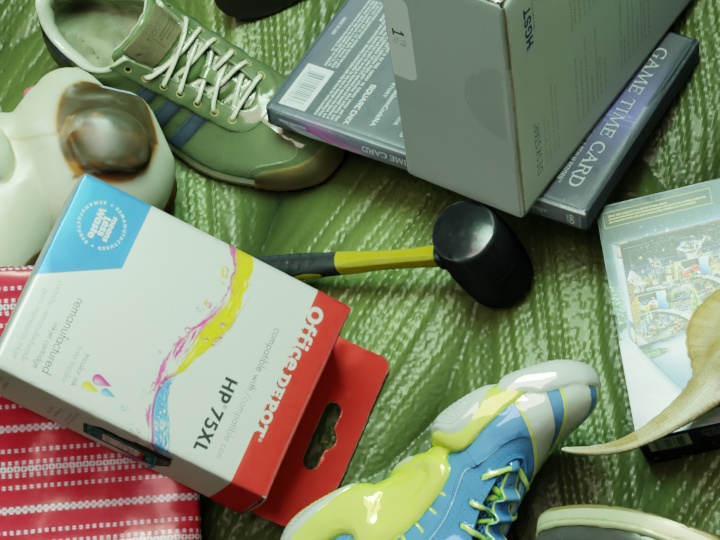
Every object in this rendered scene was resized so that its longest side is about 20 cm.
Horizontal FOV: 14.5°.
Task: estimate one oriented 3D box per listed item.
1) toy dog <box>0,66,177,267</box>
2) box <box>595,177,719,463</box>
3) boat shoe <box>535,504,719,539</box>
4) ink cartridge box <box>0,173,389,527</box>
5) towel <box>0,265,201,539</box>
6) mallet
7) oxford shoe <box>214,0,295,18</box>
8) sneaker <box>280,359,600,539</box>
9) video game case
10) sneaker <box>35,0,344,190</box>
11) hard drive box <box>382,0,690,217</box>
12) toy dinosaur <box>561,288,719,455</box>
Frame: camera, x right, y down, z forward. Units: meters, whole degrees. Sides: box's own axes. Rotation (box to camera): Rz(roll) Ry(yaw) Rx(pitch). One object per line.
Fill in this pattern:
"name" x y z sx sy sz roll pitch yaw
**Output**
"toy dog" -0.199 -0.033 1.574 0.200 0.140 0.194 -35 61 -3
"box" 0.231 0.012 1.471 0.199 0.038 0.137 -13 63 12
"boat shoe" 0.174 0.171 1.397 0.200 0.072 0.066 15 66 18
"ink cartridge box" -0.085 0.048 1.486 0.199 0.067 0.117 26 74 -7
"towel" -0.157 0.095 1.506 0.144 0.022 0.201 -1 81 -12
"mallet" 0.000 0.000 1.556 0.199 0.066 0.041 -8 62 31
"oxford shoe" -0.003 -0.222 1.637 0.199 0.071 0.072 -22 56 8
"sneaker" 0.056 0.133 1.448 0.200 0.076 0.105 -36 67 20
"video game case" 0.068 -0.105 1.562 0.199 0.019 0.143 20 55 23
"sneaker" -0.106 -0.112 1.605 0.200 0.090 0.067 26 75 26
"hard drive box" 0.100 -0.156 1.487 0.077 0.156 0.200 22 54 25
"toy dinosaur" 0.199 0.046 1.423 0.101 0.058 0.200 26 68 41
